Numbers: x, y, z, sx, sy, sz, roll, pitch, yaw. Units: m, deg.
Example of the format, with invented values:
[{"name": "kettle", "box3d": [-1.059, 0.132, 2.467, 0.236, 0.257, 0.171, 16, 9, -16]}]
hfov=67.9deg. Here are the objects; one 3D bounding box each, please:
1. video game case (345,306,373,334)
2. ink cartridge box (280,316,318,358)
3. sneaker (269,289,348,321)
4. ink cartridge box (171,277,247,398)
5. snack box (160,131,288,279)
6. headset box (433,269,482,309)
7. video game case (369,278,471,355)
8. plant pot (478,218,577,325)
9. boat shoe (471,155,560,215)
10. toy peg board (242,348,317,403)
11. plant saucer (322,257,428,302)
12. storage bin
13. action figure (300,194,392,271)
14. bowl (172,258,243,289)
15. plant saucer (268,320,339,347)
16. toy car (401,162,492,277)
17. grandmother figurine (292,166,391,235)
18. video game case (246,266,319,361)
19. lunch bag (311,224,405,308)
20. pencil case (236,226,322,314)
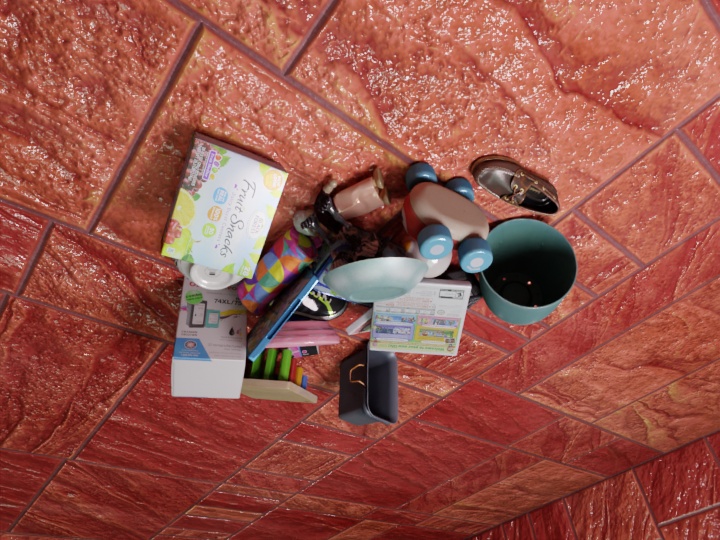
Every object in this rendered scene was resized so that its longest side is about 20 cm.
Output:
[{"name": "video game case", "box3d": [0.066, 0.095, 1.221, 0.142, 0.018, 0.198, -39, 162, 22]}, {"name": "ink cartridge box", "box3d": [-0.160, 0.145, 1.305, 0.091, 0.038, 0.204, -7, 137, -1]}, {"name": "sneaker", "box3d": [-0.117, 0.058, 1.185, 0.193, 0.073, 0.084, 3, 136, -15]}, {"name": "ink cartridge box", "box3d": [-0.319, 0.143, 1.143, 0.141, 0.204, 0.148, 5, 137, -16]}, {"name": "snack box", "box3d": [-0.235, -0.108, 0.919, 0.164, 0.068, 0.205, 16, 107, -27]}, {"name": "headset box", "box3d": [0.171, 0.090, 1.228, 0.146, 0.079, 0.200, -9, 151, -48]}, {"name": "video game case", "box3d": [0.120, 0.096, 1.114, 0.192, 0.022, 0.187, 4, 123, -2]}, {"name": "plant pot", "box3d": [0.343, 0.022, 1.142, 0.193, 0.207, 0.163, -10, 150, 1]}, {"name": "boat shoe", "box3d": [0.302, -0.158, 1.020, 0.194, 0.072, 0.071, 12, 137, -21]}, {"name": "toy peg board", "box3d": [-0.226, 0.268, 1.374, 0.193, 0.101, 0.200, 0, 158, 18]}, {"name": "plant saucer", "box3d": [0.029, 0.025, 0.961, 0.193, 0.040, 0.202, -5, 163, -1]}, {"name": "storage bin", "box3d": [0.007, 0.306, 1.405, 0.132, 0.206, 0.144, -27, 138, 35]}, {"name": "action figure", "box3d": [-0.017, -0.041, 0.979, 0.198, 0.104, 0.118, 38, 118, -26]}, {"name": "bowl", "box3d": [-0.283, -0.027, 1.039, 0.193, 0.096, 0.204, -6, 140, -5]}, {"name": "plant saucer", "box3d": [-0.143, 0.142, 1.185, 0.193, 0.053, 0.201, -3, 171, 0]}, {"name": "toy car", "box3d": [0.127, -0.055, 1.016, 0.172, 0.189, 0.201, 14, 136, -25]}, {"name": "grandmother figurine", "box3d": [-0.040, -0.117, 1.017, 0.194, 0.061, 0.124, -19, 111, 16]}, {"name": "video game case", "box3d": [-0.161, 0.078, 1.079, 0.018, 0.143, 0.201, 39, 89, -16]}, {"name": "lunch bag", "box3d": [0.000, 0.000, 1.136, 0.195, 0.085, 0.161, 20, 135, -28]}, {"name": "pencil case", "box3d": [-0.166, 0.001, 1.086, 0.199, 0.090, 0.087, -41, 131, 23]}]
